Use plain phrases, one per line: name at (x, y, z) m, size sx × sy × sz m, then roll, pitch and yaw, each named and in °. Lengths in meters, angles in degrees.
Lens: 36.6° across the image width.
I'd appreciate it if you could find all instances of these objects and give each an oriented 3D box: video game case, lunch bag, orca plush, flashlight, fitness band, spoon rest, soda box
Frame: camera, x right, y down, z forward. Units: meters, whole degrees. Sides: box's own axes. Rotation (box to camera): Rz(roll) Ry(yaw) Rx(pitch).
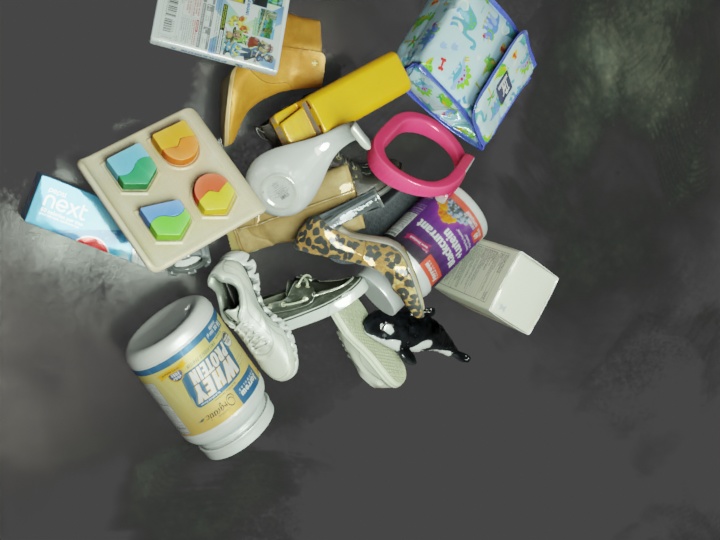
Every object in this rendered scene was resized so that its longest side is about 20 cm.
video game case at (-0.185, -0.388, 1.499) m, size 0.179 × 0.022 × 0.204 m, roll 12°, pitch 80°, yaw -17°
lunch bag at (0.165, -0.308, 1.645) m, size 0.200 × 0.127 × 0.171 m, roll 41°, pitch 77°, yaw -30°
orca plush at (0.099, 0.093, 1.690) m, size 0.198 × 0.106 × 0.071 m, roll 29°, pitch 127°, yaw -25°
flashlight at (-0.258, -0.096, 1.488) m, size 0.067 × 0.067 × 0.203 m, roll 12°, pitch 54°, yaw -57°
fitness band at (0.089, -0.169, 1.613) m, size 0.142 × 0.200 × 0.038 m, roll 31°, pitch 127°, yaw 6°
spoon rest at (-0.071, -0.144, 1.491) m, size 0.198 × 0.061 × 0.100 m, roll -29°, pitch 114°, yaw 24°
soda box at (-0.359, -0.066, 1.497) m, size 0.198 × 0.064 × 0.069 m, roll 22°, pitch 90°, yaw -24°

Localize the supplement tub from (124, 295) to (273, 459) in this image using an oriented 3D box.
supplement tub at (-0.226, 0.153, 1.548) m, size 0.144 × 0.144 × 0.201 m, roll -38°, pitch 112°, yaw -12°

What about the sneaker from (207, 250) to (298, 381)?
sneaker at (-0.158, 0.074, 1.551) m, size 0.074 × 0.081 × 0.202 m, roll -26°, pitch 98°, yaw 23°

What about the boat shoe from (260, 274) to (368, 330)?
boat shoe at (-0.086, 0.042, 1.599) m, size 0.197 × 0.071 × 0.065 m, roll -22°, pitch 103°, yaw 9°

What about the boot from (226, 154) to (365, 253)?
boot at (-0.108, -0.117, 1.559) m, size 0.196 × 0.066 × 0.177 m, roll -15°, pitch 118°, yaw 5°

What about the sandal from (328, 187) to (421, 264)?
sandal at (0.017, -0.072, 1.674) m, size 0.198 × 0.043 × 0.077 m, roll -30°, pitch 117°, yaw -26°

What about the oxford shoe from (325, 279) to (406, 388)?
oxford shoe at (-0.006, 0.105, 1.679) m, size 0.201 × 0.057 × 0.075 m, roll 54°, pitch 38°, yaw -12°

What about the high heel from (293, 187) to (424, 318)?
high heel at (0.000, 0.000, 1.545) m, size 0.141 × 0.071 × 0.202 m, roll -26°, pitch 100°, yaw 4°

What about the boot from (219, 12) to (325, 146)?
boot at (-0.124, -0.270, 1.554) m, size 0.141 × 0.071 × 0.205 m, roll 8°, pitch 91°, yaw -19°

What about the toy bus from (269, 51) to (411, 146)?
toy bus at (-0.029, -0.237, 1.546) m, size 0.198 × 0.078 × 0.066 m, roll -32°, pitch 100°, yaw -23°

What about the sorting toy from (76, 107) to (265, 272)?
sorting toy at (-0.247, -0.115, 1.443) m, size 0.199 × 0.037 × 0.186 m, roll -31°, pitch 78°, yaw -32°

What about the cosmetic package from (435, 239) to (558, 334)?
cosmetic package at (0.204, 0.017, 1.676) m, size 0.087 × 0.200 × 0.104 m, roll 31°, pitch 89°, yaw -24°

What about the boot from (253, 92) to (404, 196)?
boot at (-0.042, -0.180, 1.609) m, size 0.198 × 0.069 × 0.177 m, roll -25°, pitch 109°, yaw -15°

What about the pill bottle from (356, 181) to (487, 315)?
pill bottle at (0.090, -0.030, 1.643) m, size 0.200 × 0.111 × 0.112 m, roll -44°, pitch 113°, yaw -15°
